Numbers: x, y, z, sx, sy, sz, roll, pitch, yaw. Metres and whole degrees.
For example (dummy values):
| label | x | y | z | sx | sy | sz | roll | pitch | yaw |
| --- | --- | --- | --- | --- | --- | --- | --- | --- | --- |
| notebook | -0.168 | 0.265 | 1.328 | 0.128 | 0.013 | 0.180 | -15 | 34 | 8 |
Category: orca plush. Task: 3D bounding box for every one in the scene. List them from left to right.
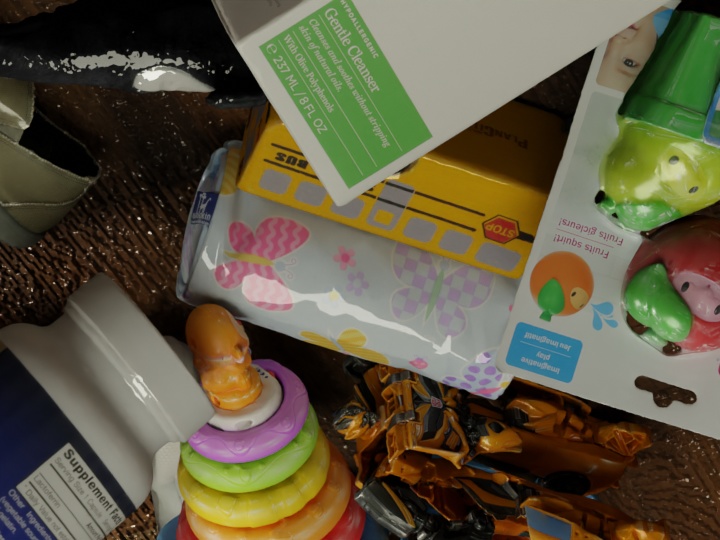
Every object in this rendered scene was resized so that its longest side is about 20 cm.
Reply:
| label | x | y | z | sx | sy | sz | roll | pitch | yaw |
| --- | --- | --- | --- | --- | --- | --- | --- | --- | --- |
| orca plush | -0.097 | -0.133 | 1.251 | 0.198 | 0.105 | 0.072 | 5 | 120 | -2 |

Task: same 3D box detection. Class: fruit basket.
| label | x | y | z | sx | sy | sz | roll | pitch | yaw |
| --- | --- | --- | --- | --- | --- | --- | --- | --- | --- |
| fruit basket | 0.181 | -0.020 | 1.267 | 0.184 | 0.201 | 0.094 | 18 | 178 | -11 |

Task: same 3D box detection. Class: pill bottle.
| label | x | y | z | sx | sy | sz | roll | pitch | yaw |
| --- | --- | --- | --- | --- | --- | --- | --- | --- | --- |
| pill bottle | -0.176 | 0.100 | 1.296 | 0.200 | 0.116 | 0.116 | -40 | 130 | -10 |

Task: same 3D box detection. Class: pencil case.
| label | x | y | z | sx | sy | sz | roll | pitch | yaw |
| --- | --- | --- | --- | --- | --- | --- | --- | --- | --- |
| pencil case | 0.000 | 0.000 | 1.379 | 0.199 | 0.091 | 0.083 | 19 | 162 | -10 |

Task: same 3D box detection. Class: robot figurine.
| label | x | y | z | sx | sy | sz | roll | pitch | yaw |
| --- | --- | --- | --- | --- | --- | --- | --- | --- | --- |
| robot figurine | 0.076 | 0.104 | 1.441 | 0.199 | 0.146 | 0.058 | 21 | 132 | -27 |

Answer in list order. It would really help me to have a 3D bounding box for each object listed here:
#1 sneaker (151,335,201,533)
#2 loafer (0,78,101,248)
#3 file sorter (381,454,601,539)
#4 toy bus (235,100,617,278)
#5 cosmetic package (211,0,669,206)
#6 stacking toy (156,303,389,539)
| label | x | y | z | sx | sy | sz | roll | pitch | yaw |
| --- | --- | --- | --- | --- | --- | --- | --- | --- | --- |
| sneaker | -0.083 | 0.107 | 1.518 | 0.088 | 0.076 | 0.201 | -10 | 138 | -6 |
| loafer | -0.201 | -0.097 | 1.322 | 0.069 | 0.075 | 0.200 | -25 | 133 | 14 |
| file sorter | 0.062 | 0.225 | 1.566 | 0.138 | 0.123 | 0.201 | 12 | 135 | -10 |
| toy bus | 0.042 | -0.053 | 1.331 | 0.199 | 0.065 | 0.078 | 18 | 135 | -11 |
| cosmetic package | 0.041 | -0.136 | 1.184 | 0.199 | 0.085 | 0.108 | -32 | 124 | 4 |
| stacking toy | -0.061 | 0.091 | 1.397 | 0.109 | 0.116 | 0.201 | -32 | 134 | -20 |
